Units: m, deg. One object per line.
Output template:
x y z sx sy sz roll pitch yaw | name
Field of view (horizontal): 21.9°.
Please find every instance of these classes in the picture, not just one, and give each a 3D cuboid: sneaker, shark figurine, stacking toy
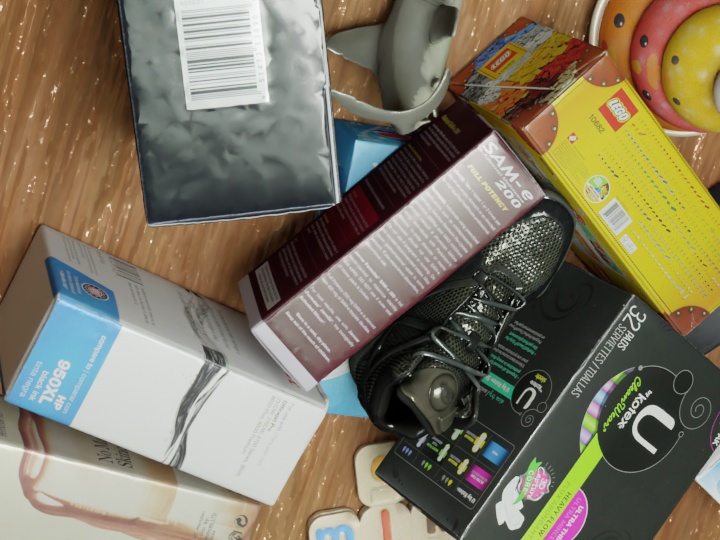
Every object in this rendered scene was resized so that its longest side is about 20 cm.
0.074 0.038 1.230 0.076 0.114 0.199 39 108 -25 | sneaker
0.017 -0.138 1.234 0.089 0.215 0.128 13 134 2 | shark figurine
0.242 -0.142 1.252 0.146 0.200 0.146 -2 108 -5 | stacking toy

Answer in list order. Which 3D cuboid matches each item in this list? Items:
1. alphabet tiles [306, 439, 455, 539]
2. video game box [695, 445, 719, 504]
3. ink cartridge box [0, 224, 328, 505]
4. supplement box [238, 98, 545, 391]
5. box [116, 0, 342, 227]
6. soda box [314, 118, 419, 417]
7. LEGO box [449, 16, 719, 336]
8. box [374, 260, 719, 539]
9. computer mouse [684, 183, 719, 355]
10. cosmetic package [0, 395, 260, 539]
0.059 0.216 1.423 0.200 0.015 0.196 -9 104 -12 | alphabet tiles
0.369 0.143 1.458 0.182 0.047 0.200 -46 122 1 | video game box
-0.137 0.063 1.253 0.200 0.145 0.084 24 102 -21 | ink cartridge box
0.017 -0.019 1.217 0.200 0.109 0.061 -40 108 5 | supplement box
-0.087 -0.154 1.159 0.124 0.197 0.200 -6 109 -3 | box
0.000 0.000 1.314 0.068 0.064 0.200 7 105 -17 | soda box
0.167 -0.066 1.289 0.077 0.149 0.200 -41 114 -2 | LEGO box
0.139 0.115 1.292 0.148 0.124 0.200 37 86 -33 | box
0.260 0.021 1.397 0.138 0.053 0.200 34 97 -21 | computer mouse
-0.183 0.159 1.298 0.200 0.103 0.087 16 102 -21 | cosmetic package
